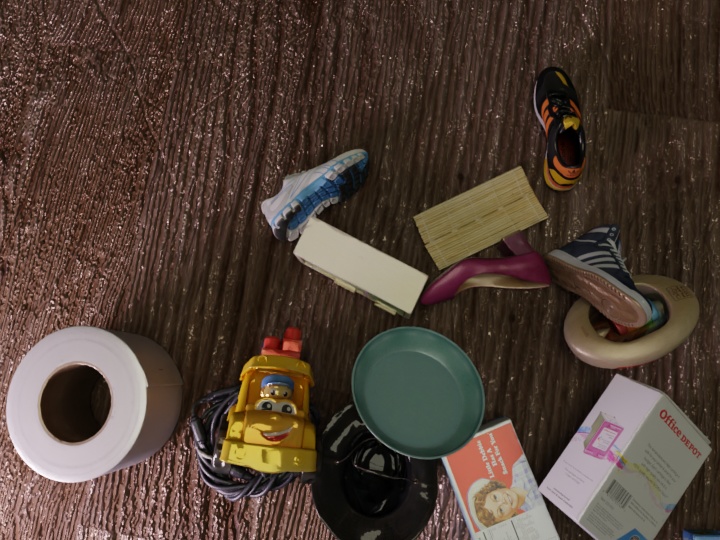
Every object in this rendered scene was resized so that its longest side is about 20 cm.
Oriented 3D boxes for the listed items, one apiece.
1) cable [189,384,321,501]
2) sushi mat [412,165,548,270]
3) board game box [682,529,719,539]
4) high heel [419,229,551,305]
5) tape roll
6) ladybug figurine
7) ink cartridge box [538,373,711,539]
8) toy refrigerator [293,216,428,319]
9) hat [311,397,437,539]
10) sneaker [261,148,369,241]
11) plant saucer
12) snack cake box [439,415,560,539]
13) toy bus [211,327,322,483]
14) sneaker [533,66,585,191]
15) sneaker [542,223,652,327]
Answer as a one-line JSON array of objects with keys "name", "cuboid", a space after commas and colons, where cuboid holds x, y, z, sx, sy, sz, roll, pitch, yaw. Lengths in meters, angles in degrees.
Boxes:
[{"name": "cable", "cuboid": [-0.152, 0.248, 0.870, 0.195, 0.051, 0.167, -11, 78, 0]}, {"name": "sushi mat", "cuboid": [0.188, -0.084, 0.929, 0.196, 0.012, 0.097, -25, 81, -1]}, {"name": "board game box", "cuboid": [0.556, 0.443, 0.807, 0.194, 0.037, 0.155, 0, 80, 4]}, {"name": "high heel", "cuboid": [0.189, 0.023, 0.883, 0.197, 0.068, 0.097, -30, 74, -4]}, {"name": "tape roll", "cuboid": [-0.376, 0.188, 0.849, 0.197, 0.139, 0.208, -1, 80, 4]}, {"name": "ladybug figurine", "cuboid": [0.390, 0.079, 0.848, 0.196, 0.073, 0.137, -20, 47, 1]}, {"name": "ink cartridge box", "cuboid": [0.361, 0.268, 0.797, 0.144, 0.084, 0.201, 41, 84, -22]}, {"name": "toy refrigerator", "cuboid": [0.000, 0.000, 0.894, 0.197, 0.076, 0.071, 27, 82, 7]}, {"name": "hat", "cuboid": [0.018, 0.293, 0.840, 0.195, 0.081, 0.205, 2, 64, -3]}, {"name": "sneaker", "cuboid": [-0.074, -0.138, 0.927, 0.198, 0.076, 0.087, -37, 55, -13]}, {"name": "plant saucer", "cuboid": [0.080, 0.177, 0.846, 0.195, 0.036, 0.204, 6, 52, -8]}, {"name": "snack cake box", "cuboid": [0.196, 0.325, 0.831, 0.113, 0.067, 0.204, -21, 80, 1]}, {"name": "toy bus", "cuboid": [-0.111, 0.168, 0.769, 0.132, 0.200, 0.197, 11, 76, -9]}, {"name": "sneaker", "cuboid": [0.317, -0.232, 0.909, 0.068, 0.090, 0.206, -3, 80, 2]}, {"name": "sneaker", "cuboid": [0.359, -0.001, 0.831, 0.107, 0.200, 0.071, -29, 119, -8]}]
